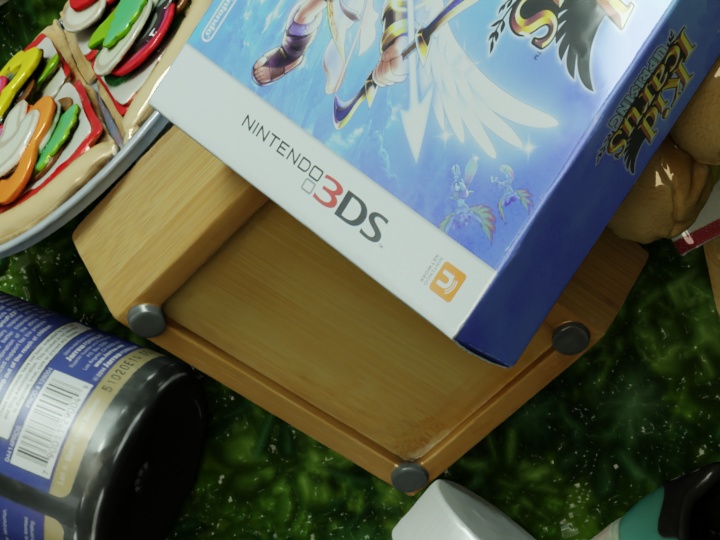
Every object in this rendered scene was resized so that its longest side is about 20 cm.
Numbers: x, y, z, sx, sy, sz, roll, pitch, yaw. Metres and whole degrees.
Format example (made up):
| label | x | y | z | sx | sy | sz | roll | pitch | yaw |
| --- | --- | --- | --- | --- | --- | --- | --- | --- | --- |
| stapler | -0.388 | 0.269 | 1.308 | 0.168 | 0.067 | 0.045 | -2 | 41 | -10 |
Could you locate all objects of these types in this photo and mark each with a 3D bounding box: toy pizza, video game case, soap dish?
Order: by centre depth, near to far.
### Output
| label | x | y | z | sx | sy | sz | roll | pitch | yaw |
| --- | --- | --- | --- | --- | --- | --- | --- | --- | --- |
| video game case | 0.039 | -0.096 | 0.852 | 0.181 | 0.045 | 0.201 | 37 | 97 | 36 |
| soap dish | 0.000 | 0.000 | 1.000 | 0.200 | 0.081 | 0.157 | 33 | 124 | -24 |
| toy pizza | -0.128 | -0.091 | 1.068 | 0.200 | 0.200 | 0.032 | -44 | 116 | 10 |

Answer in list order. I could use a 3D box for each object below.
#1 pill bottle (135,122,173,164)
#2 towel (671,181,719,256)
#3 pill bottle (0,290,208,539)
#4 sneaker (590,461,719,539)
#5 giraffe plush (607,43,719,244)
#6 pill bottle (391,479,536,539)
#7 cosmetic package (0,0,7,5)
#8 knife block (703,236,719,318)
| label | x | y | z | sx | sy | sz | roll | pitch | yaw |
| --- | --- | --- | --- | --- | --- | --- | --- | --- | --- |
| pill bottle | 0.000 | -0.081 | 1.056 | 0.199 | 0.109 | 0.110 | -18 | 82 | 16 |
| towel | 0.143 | -0.122 | 1.007 | 0.144 | 0.023 | 0.201 | -25 | 85 | -28 |
| pill bottle | -0.182 | 0.064 | 1.103 | 0.199 | 0.112 | 0.112 | 21 | 93 | 17 |
| sneaker | 0.157 | 0.165 | 0.970 | 0.080 | 0.071 | 0.201 | -47 | 43 | 28 |
| giraffe plush | 0.176 | -0.087 | 0.929 | 0.162 | 0.201 | 0.173 | 25 | 128 | -20 |
| pill bottle | 0.006 | 0.197 | 1.037 | 0.109 | 0.110 | 0.200 | 40 | 98 | 15 |
| cosmetic package | -0.193 | -0.173 | 1.153 | 0.199 | 0.051 | 0.083 | -32 | 80 | 13 |
| knife block | 0.213 | 0.079 | 1.014 | 0.064 | 0.176 | 0.201 | -20 | 36 | 14 |
